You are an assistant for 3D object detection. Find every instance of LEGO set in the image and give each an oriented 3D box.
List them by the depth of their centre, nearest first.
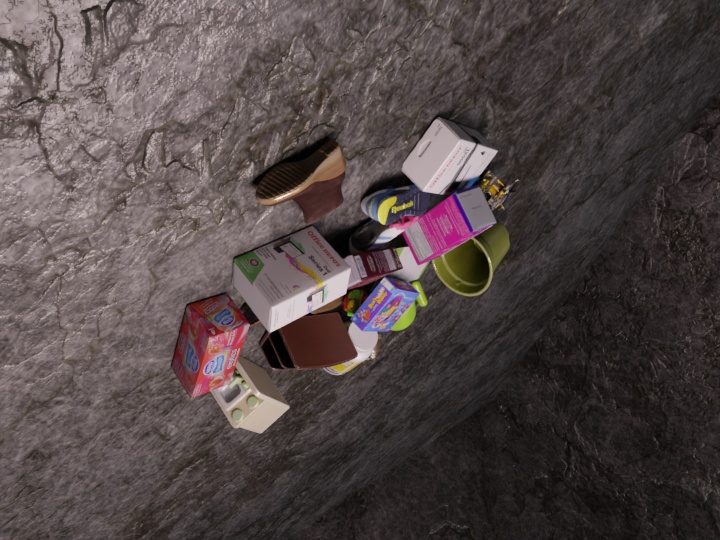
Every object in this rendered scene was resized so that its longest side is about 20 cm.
[{"bbox_3d":[0.312,-0.172,1.661,0.154,0.116,0.200,-49,-173,-7],"label":"LEGO set"}]

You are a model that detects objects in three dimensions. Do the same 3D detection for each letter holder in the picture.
[{"bbox_3d":[-0.122,0.196,1.603,0.198,0.143,0.101,-5,145,-43],"label":"letter holder"}]

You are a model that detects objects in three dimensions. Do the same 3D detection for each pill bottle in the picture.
[{"bbox_3d":[-0.032,0.200,1.748,0.111,0.114,0.200,-25,170,-33],"label":"pill bottle"}]

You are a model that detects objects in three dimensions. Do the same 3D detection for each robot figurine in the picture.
[{"bbox_3d":[0.095,0.092,1.828,0.173,0.117,0.201,-26,152,-5],"label":"robot figurine"}]

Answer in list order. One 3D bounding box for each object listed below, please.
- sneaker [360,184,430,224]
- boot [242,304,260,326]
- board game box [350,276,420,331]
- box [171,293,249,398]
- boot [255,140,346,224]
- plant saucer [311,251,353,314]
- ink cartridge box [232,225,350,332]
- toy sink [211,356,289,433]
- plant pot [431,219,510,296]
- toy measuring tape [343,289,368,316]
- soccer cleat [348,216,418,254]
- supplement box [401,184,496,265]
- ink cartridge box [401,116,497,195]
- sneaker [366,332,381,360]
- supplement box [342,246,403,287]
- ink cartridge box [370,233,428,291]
[{"bbox_3d":[0.083,-0.157,1.478,0.198,0.081,0.075,-15,115,-45],"label":"sneaker"},{"bbox_3d":[-0.170,0.067,1.455,0.199,0.075,0.097,-40,152,-10],"label":"boot"},{"bbox_3d":[0.066,0.088,1.639,0.135,0.045,0.200,-51,161,9],"label":"board game box"},{"bbox_3d":[-0.314,0.158,1.359,0.099,0.096,0.202,-16,144,-41],"label":"box"},{"bbox_3d":[-0.104,-0.137,1.236,0.199,0.072,0.168,-36,152,-23],"label":"boot"},{"bbox_3d":[-0.068,0.037,1.611,0.199,0.030,0.201,-34,152,-20],"label":"plant saucer"},{"bbox_3d":[-0.139,0.012,1.331,0.198,0.145,0.085,-26,149,-31],"label":"ink cartridge box"},{"bbox_3d":[-0.280,0.304,1.594,0.112,0.131,0.200,-41,156,-2],"label":"toy sink"},{"bbox_3d":[0.334,-0.059,1.889,0.183,0.200,0.202,-35,156,-41],"label":"plant pot"},{"bbox_3d":[0.003,0.086,1.690,0.074,0.074,0.200,-45,164,7],"label":"toy measuring tape"},{"bbox_3d":[0.051,-0.099,1.547,0.198,0.070,0.087,-32,168,-18],"label":"soccer cleat"},{"bbox_3d":[0.206,-0.105,1.559,0.100,0.105,0.199,-21,173,-43],"label":"supplement box"},{"bbox_3d":[0.205,-0.252,1.496,0.199,0.084,0.145,-2,134,-54],"label":"ink cartridge box"},{"bbox_3d":[0.010,0.215,1.866,0.069,0.077,0.200,9,170,-9],"label":"sneaker"},{"bbox_3d":[0.000,0.000,1.489,0.108,0.062,0.199,-25,173,32],"label":"supplement box"},{"bbox_3d":[0.101,-0.038,1.686,0.198,0.076,0.149,-13,142,-45],"label":"ink cartridge box"}]
